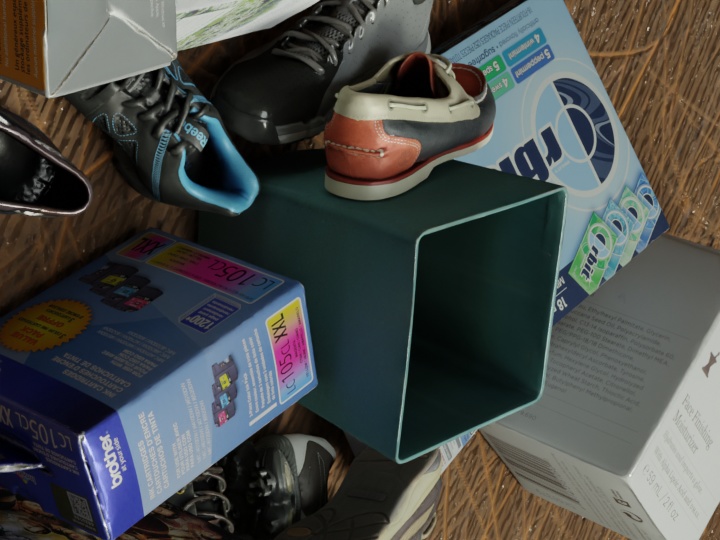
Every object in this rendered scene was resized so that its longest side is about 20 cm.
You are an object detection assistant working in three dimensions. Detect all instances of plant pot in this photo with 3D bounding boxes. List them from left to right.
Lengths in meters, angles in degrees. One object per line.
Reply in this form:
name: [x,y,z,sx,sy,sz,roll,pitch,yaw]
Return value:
plant pot: [0.000,0.000,1.132,0.141,0.200,0.142,-18,121,-45]

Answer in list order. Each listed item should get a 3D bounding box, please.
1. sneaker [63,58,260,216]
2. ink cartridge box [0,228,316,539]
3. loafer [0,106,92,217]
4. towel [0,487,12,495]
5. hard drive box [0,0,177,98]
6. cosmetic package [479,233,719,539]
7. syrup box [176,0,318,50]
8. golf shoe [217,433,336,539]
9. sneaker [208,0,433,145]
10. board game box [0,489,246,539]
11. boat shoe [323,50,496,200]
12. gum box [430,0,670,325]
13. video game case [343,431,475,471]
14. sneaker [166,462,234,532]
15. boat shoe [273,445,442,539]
sneaker: [-0.120,-0.103,1.030,0.073,0.082,0.200,-54,140,-13]
ink cartridge box: [-0.140,0.066,1.030,0.200,0.136,0.077,-37,130,-35]
loafer: [-0.216,-0.070,0.943,0.200,0.063,0.072,20,91,-53]
towel: [-0.251,0.186,1.058,0.200,0.030,0.147,12,98,-56]
hard drive box: [-0.176,-0.180,0.825,0.077,0.200,0.157,-23,123,-43]
cosmetic package: [0.216,0.088,1.472,0.200,0.165,0.165,-58,143,-14]
syrup box: [-0.089,-0.168,0.990,0.200,0.079,0.082,-27,93,-56]
golf shoe: [-0.052,0.207,1.272,0.094,0.078,0.201,-12,118,-48]
sneaker: [-0.016,-0.158,1.124,0.200,0.075,0.116,-36,150,-48]
board game box: [-0.162,0.160,1.022,0.200,0.135,0.035,-1,108,-55]
boat shoe: [0.033,-0.100,1.117,0.200,0.071,0.063,-38,133,-59]
gum box: [0.117,-0.076,1.290,0.170,0.044,0.201,-36,103,-39]
video game case: [0.048,0.054,1.321,0.182,0.022,0.200,-48,138,-25]
sneaker: [-0.101,0.140,1.152,0.075,0.106,0.201,14,96,-53]
boat shoe: [0.000,0.190,1.220,0.200,0.074,0.074,-41,126,-41]
